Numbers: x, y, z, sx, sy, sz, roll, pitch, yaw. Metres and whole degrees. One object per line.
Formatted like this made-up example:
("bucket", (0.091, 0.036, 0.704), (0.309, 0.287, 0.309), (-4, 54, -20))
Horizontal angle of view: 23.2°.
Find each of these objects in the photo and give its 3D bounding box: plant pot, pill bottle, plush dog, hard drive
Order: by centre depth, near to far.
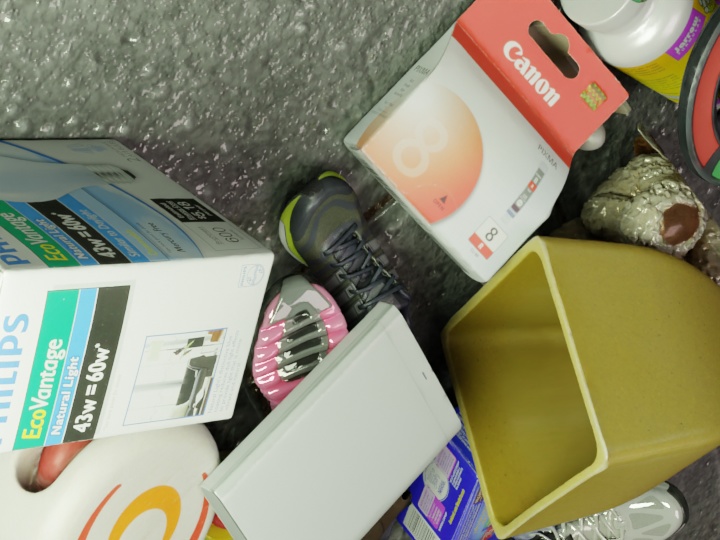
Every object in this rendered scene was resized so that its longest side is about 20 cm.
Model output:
("hard drive", (-0.017, 0.138, 1.310), (0.200, 0.026, 0.132), (-45, 125, -24))
("plant pot", (0.214, 0.092, 1.459), (0.199, 0.195, 0.196), (-4, 156, -25))
("pill bottle", (0.249, -0.207, 1.460), (0.200, 0.104, 0.104), (18, 104, -48))
("plush dog", (0.225, -0.021, 1.564), (0.172, 0.161, 0.200), (-37, 144, 10))

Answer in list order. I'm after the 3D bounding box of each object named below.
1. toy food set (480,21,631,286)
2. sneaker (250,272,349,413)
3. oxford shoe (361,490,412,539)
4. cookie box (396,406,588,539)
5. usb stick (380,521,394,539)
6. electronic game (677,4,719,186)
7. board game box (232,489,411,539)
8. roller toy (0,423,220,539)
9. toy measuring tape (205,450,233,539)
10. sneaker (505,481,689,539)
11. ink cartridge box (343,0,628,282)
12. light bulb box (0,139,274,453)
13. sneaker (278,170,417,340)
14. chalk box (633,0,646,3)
("toy food set", (0.133, -0.094, 1.462), (0.200, 0.060, 0.143), (-52, 140, -2))
("sneaker", (-0.052, 0.063, 1.371), (0.079, 0.096, 0.200), (-12, 138, -9))
("oxford shoe", (0.006, 0.197, 1.441), (0.084, 0.073, 0.200), (-24, 155, -20))
("cookie box", (0.146, 0.168, 1.612), (0.200, 0.075, 0.171), (-24, 150, -29))
("usb stick", (0.017, 0.195, 1.531), (0.055, 0.033, 0.201), (0, 116, -44))
("electronic game", (0.335, -0.163, 1.460), (0.200, 0.042, 0.201), (-24, 130, -32))
("board game box", (-0.047, 0.211, 1.527), (0.200, 0.028, 0.136), (-35, 137, -22))
("roller toy", (-0.204, 0.154, 1.252), (0.182, 0.140, 0.201), (2, 114, -56))
("toy measuring tape", (-0.088, 0.182, 1.427), (0.199, 0.074, 0.074), (-1, 118, -37))
("sneaker", (0.210, 0.259, 1.671), (0.115, 0.200, 0.076), (-34, 106, -59))
("ink cartridge box", (0.110, -0.115, 1.381), (0.200, 0.050, 0.162), (-45, 115, -1))
("light bulb box", (-0.199, 0.008, 1.109), (0.200, 0.198, 0.125), (-5, 118, -43))
("sneaker", (0.000, 0.000, 1.384), (0.074, 0.081, 0.200), (-43, 139, -13))
("chalk box", (0.190, -0.295, 1.328), (0.200, 0.124, 0.124), (-46, 139, -8))
